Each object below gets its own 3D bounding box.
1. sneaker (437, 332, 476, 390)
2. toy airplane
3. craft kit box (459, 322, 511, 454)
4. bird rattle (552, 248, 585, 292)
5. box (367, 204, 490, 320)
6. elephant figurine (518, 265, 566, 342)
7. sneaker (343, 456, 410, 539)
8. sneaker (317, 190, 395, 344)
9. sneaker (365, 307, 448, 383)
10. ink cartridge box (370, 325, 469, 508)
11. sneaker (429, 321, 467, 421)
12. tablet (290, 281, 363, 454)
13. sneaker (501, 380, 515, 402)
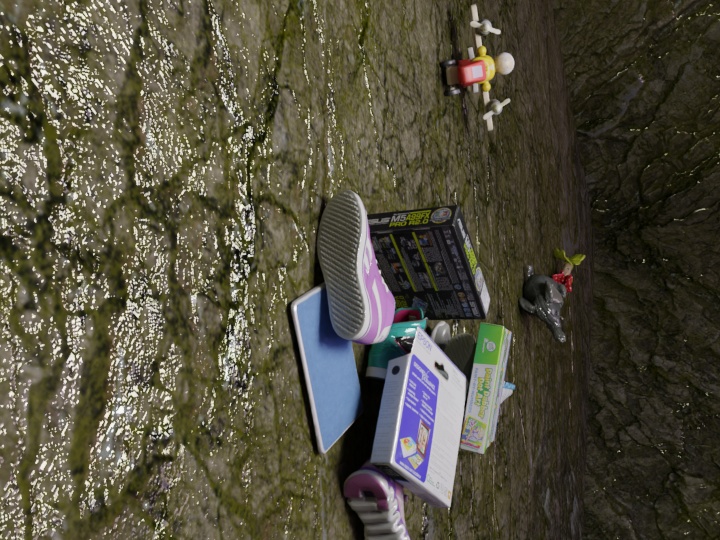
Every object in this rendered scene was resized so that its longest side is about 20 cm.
[{"bbox_3d":[0.156,0.213,1.147,0.202,0.073,0.082,-55,133,-14],"label":"sneaker"},{"bbox_3d":[0.268,-0.438,1.444,0.200,0.138,0.203,46,46,-52],"label":"toy airplane"},{"bbox_3d":[0.218,0.197,1.134,0.197,0.047,0.205,29,70,-74],"label":"craft kit box"},{"bbox_3d":[0.752,0.027,2.424,0.164,0.110,0.203,77,26,-54],"label":"bird rattle"},{"bbox_3d":[0.101,-0.005,1.026,0.202,0.157,0.045,63,37,-37],"label":"box"},{"bbox_3d":[0.530,0.094,1.904,0.200,0.152,0.145,-43,147,-68],"label":"elephant figurine"},{"bbox_3d":[0.038,0.351,0.949,0.089,0.079,0.204,-53,132,-63],"label":"sneaker"},{"bbox_3d":[-0.001,0.000,0.901,0.114,0.071,0.205,20,63,-57],"label":"sneaker"},{"bbox_3d":[0.084,0.122,1.048,0.198,0.082,0.124,20,74,-50],"label":"sneaker"},{"bbox_3d":[0.093,0.215,0.965,0.198,0.043,0.203,47,49,-44],"label":"ink cartridge box"},{"bbox_3d":[0.174,0.189,1.233,0.075,0.080,0.204,-38,121,-60],"label":"sneaker"},{"bbox_3d":[-0.042,0.122,0.879,0.130,0.013,0.205,-32,114,-61],"label":"tablet"},{"bbox_3d":[0.287,0.282,1.483,0.199,0.074,0.089,19,80,-56],"label":"sneaker"}]
